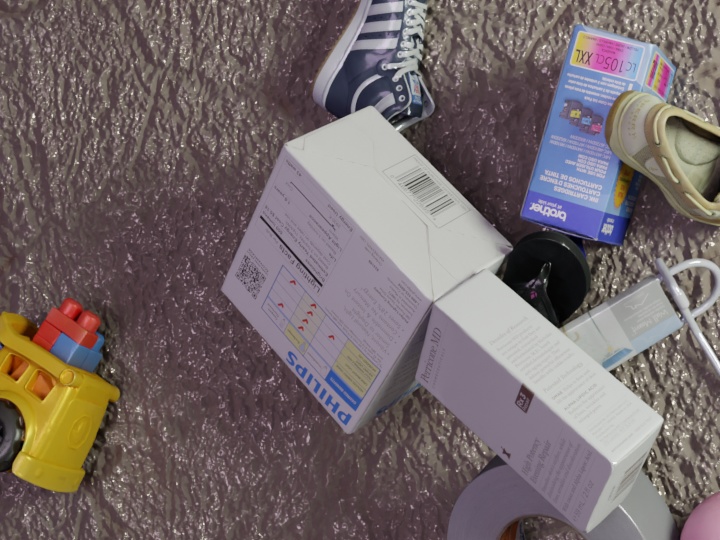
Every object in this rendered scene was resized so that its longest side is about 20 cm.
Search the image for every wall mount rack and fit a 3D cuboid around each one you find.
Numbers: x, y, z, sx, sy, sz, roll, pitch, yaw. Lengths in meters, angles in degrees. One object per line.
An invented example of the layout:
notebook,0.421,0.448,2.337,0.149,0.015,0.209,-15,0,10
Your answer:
wall mount rack,0.246,0.087,1.154,0.199,0.174,0.075,-31,34,10

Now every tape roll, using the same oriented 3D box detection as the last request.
tape roll,0.177,0.248,1.170,0.198,0.066,0.203,11,113,28

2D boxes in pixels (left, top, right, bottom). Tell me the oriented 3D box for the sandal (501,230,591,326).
sandal,0.144,0.039,1.170,0.075,0.048,0.201,29,144,3

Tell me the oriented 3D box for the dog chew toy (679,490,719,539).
dog chew toy,0.325,0.289,1.116,0.123,0.124,0.203,6,100,23

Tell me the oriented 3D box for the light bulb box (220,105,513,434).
light bulb box,0.000,0.000,1.212,0.198,0.124,0.201,47,136,17

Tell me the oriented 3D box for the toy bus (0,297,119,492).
toy bus,-0.358,0.112,1.413,0.199,0.136,0.194,27,87,24

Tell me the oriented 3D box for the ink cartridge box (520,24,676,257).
ink cartridge box,0.204,-0.098,1.159,0.076,0.136,0.203,20,97,20

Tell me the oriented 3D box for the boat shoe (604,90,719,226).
boat shoe,0.285,-0.086,1.096,0.063,0.200,0.074,22,84,55

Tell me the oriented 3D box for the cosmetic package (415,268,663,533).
cosmetic package,0.140,0.104,1.083,0.200,0.074,0.102,40,142,26

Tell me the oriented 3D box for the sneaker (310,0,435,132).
sneaker,0.041,-0.218,1.267,0.108,0.070,0.201,40,111,24
